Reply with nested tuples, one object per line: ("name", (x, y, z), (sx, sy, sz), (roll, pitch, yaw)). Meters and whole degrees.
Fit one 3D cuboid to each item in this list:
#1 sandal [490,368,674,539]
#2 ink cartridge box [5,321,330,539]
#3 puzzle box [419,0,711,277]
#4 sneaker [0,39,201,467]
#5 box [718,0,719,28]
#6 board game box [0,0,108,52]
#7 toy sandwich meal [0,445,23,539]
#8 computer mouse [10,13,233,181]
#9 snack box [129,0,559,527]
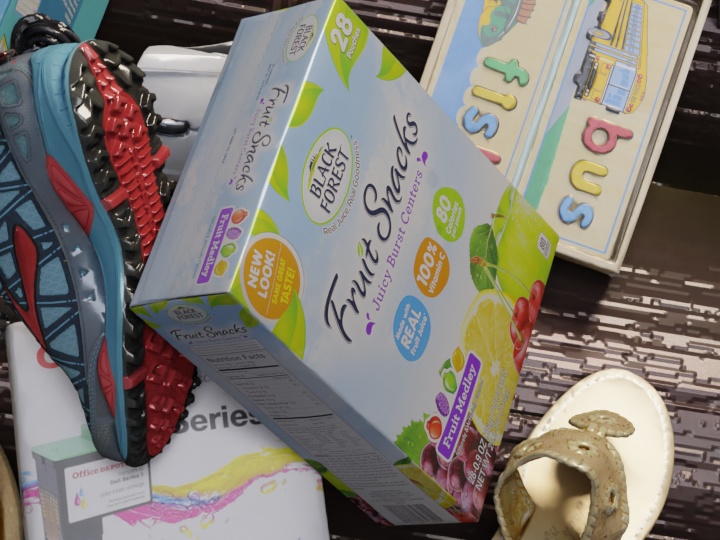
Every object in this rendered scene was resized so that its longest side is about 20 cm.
("sandal", (0.097, 0.119, 1.078), (0.078, 0.070, 0.212), (31, 62, 13))
("ink cartridge box", (-0.091, 0.119, 1.080), (0.144, 0.084, 0.200), (-6, 79, -7))
("puzzle box", (0.104, -0.111, 1.160), (0.133, 0.025, 0.200), (18, 87, -1))
("sneaker", (-0.130, -0.007, 1.014), (0.095, 0.079, 0.200), (0, 108, 27))
("box", (0.234, -0.231, 1.186), (0.068, 0.082, 0.200), (4, 80, -5))
("board game box", (-0.181, -0.100, 1.080), (0.047, 0.151, 0.200), (18, 77, 8))
("toy sandwich meal", (-0.256, 0.121, 1.071), (0.205, 0.070, 0.206), (1, 78, -5))
("computer mouse", (-0.086, -0.077, 1.089), (0.200, 0.110, 0.044), (-9, 35, -38))
("snack box", (0.000, 0.000, 1.045), (0.200, 0.068, 0.169), (43, 52, -37))
